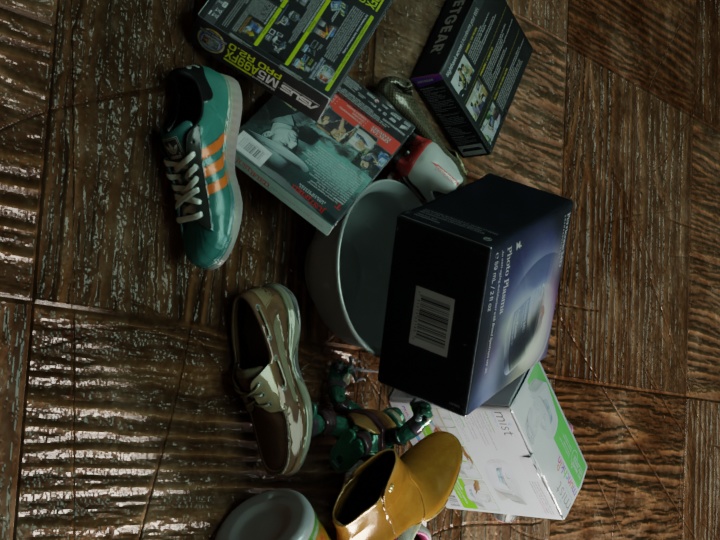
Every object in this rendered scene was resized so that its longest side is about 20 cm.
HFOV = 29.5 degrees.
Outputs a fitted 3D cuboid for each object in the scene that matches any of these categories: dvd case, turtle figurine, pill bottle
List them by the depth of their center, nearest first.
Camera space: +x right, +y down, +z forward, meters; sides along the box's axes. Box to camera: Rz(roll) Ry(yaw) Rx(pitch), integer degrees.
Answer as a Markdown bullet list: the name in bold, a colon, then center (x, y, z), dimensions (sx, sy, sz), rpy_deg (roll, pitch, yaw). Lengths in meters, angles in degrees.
- **pill bottle**: center (-0.063, 0.334, 1.424), dimensions (0.111, 0.110, 0.201), rpy_deg (-55, 131, -39)
- **dvd case**: center (-0.042, -0.142, 1.480), dimensions (0.146, 0.022, 0.200), rpy_deg (37, 47, 1)
- **turtle figurine**: center (0.010, 0.164, 1.511), dimensions (0.199, 0.149, 0.102), rpy_deg (-12, 111, -59)

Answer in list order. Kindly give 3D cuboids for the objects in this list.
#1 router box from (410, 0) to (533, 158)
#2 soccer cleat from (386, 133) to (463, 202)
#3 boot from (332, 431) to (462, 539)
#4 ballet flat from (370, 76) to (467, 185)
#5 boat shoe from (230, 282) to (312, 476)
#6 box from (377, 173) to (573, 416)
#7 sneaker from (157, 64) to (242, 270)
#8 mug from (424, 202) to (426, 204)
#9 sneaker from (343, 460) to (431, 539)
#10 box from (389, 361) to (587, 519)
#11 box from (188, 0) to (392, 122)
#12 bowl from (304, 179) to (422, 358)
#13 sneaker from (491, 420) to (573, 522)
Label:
- **router box**: center (0.151, -0.273, 1.799), dimensions (0.149, 0.051, 0.201), rpy_deg (52, 49, -37)
- **soccer cleat**: center (0.079, -0.106, 1.606), dimensions (0.069, 0.085, 0.200), rpy_deg (-51, 177, -5)
- **boot**: center (0.044, 0.221, 1.445), dimensions (0.201, 0.070, 0.145), rpy_deg (-50, 154, -26)
- **ballet flat**: center (0.082, -0.172, 1.686), dimensions (0.046, 0.067, 0.200), rpy_deg (-48, 128, -4)
- **boat shoe**: center (-0.102, 0.115, 1.420), dimensions (0.071, 0.075, 0.202), rpy_deg (-1, 80, -50)
- **box**: center (0.129, 0.021, 1.503), dimensions (0.198, 0.122, 0.202), rpy_deg (-28, 131, -52)
- **sneaker**: center (-0.165, -0.103, 1.343), dimensions (0.080, 0.071, 0.202), rpy_deg (12, 74, -49)
- **mug**: center (0.120, -0.015, 1.716), dimensions (0.199, 0.178, 0.134), rpy_deg (9, 118, -49)
- **sneaker**: center (0.034, 0.288, 1.538), dimensions (0.082, 0.087, 0.201), rpy_deg (70, 8, -58)
- **box**: center (0.159, 0.203, 1.685), dimensions (0.097, 0.175, 0.201), rpy_deg (-56, 130, -38)
- **box**: center (-0.065, -0.272, 1.431), dimensions (0.159, 0.044, 0.201), rpy_deg (32, 55, -5)
- **bowl**: center (0.000, 0.000, 1.544), dimensions (0.200, 0.090, 0.203), rpy_deg (5, 83, -54)
- **sneaker**: center (0.230, 0.272, 1.886), dimensions (0.200, 0.078, 0.096), rpy_deg (-41, 143, -47)
